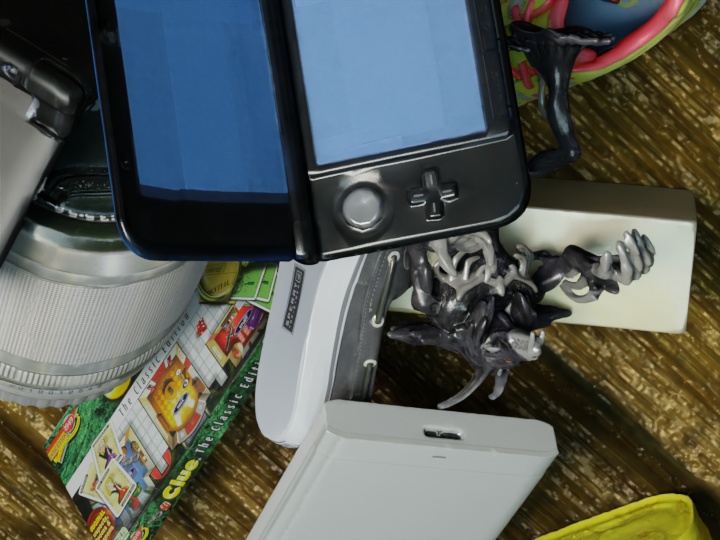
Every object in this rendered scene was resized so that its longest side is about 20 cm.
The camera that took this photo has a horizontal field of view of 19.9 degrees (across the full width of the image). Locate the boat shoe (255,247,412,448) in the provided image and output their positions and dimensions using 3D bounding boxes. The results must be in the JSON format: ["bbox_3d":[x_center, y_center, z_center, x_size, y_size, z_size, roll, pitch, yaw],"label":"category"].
[{"bbox_3d":[0.000,0.000,1.072,0.066,0.070,0.202,5,105,-30],"label":"boat shoe"}]

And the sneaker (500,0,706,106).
[{"bbox_3d":[0.092,-0.127,1.089,0.199,0.090,0.079,-27,101,15],"label":"sneaker"}]

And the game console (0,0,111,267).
[{"bbox_3d":[-0.209,-0.102,0.965,0.199,0.176,0.117,31,132,9],"label":"game console"}]

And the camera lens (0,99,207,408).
[{"bbox_3d":[-0.153,-0.034,1.068,0.159,0.161,0.200,29,148,-1],"label":"camera lens"}]

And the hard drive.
[{"bbox_3d":[0.010,0.142,1.131,0.131,0.026,0.201,7,140,-20],"label":"hard drive"}]

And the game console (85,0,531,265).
[{"bbox_3d":[-0.025,-0.111,0.938,0.169,0.118,0.202,-11,82,12],"label":"game console"}]

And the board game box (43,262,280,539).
[{"bbox_3d":[-0.106,0.059,1.166,0.023,0.105,0.201,19,112,-41],"label":"board game box"}]

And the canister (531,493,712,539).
[{"bbox_3d":[0.162,0.249,1.182,0.148,0.087,0.201,-22,102,13],"label":"canister"}]

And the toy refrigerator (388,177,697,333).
[{"bbox_3d":[0.082,-0.011,1.128,0.198,0.076,0.071,5,106,6],"label":"toy refrigerator"}]

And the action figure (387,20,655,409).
[{"bbox_3d":[0.076,-0.019,1.027,0.118,0.102,0.202,-5,106,-27],"label":"action figure"}]
